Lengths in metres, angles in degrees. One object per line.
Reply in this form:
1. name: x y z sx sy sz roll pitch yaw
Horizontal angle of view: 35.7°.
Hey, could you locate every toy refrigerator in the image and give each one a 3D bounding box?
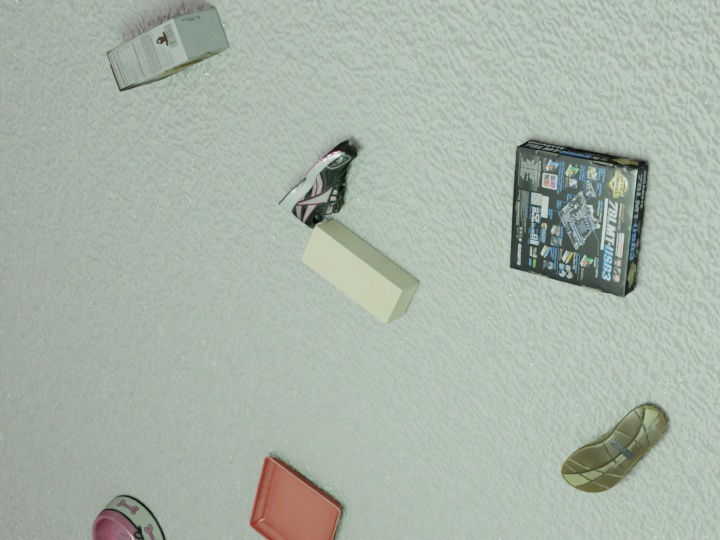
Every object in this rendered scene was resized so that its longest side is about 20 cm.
1. toy refrigerator: 0.000 0.000 1.949 0.199 0.070 0.076 36 119 20

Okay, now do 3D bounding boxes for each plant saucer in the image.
1. plant saucer: -0.127 0.495 2.271 0.199 0.037 0.201 32 125 25

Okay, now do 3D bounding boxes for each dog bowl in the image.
1. dog bowl: -0.551 0.636 2.634 0.198 0.074 0.202 15 116 33

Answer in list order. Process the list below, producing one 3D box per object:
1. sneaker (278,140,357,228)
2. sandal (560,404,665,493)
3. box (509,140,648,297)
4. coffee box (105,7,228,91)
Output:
1. sneaker: -0.054 -0.145 1.938 0.086 0.080 0.200 46 138 -2
2. sandal: 0.403 0.280 1.765 0.080 0.054 0.200 46 115 6
3. box: 0.322 -0.079 1.677 0.197 0.050 0.202 14 116 32
4. coffee box: -0.351 -0.399 2.028 0.199 0.114 0.081 -13 101 41
